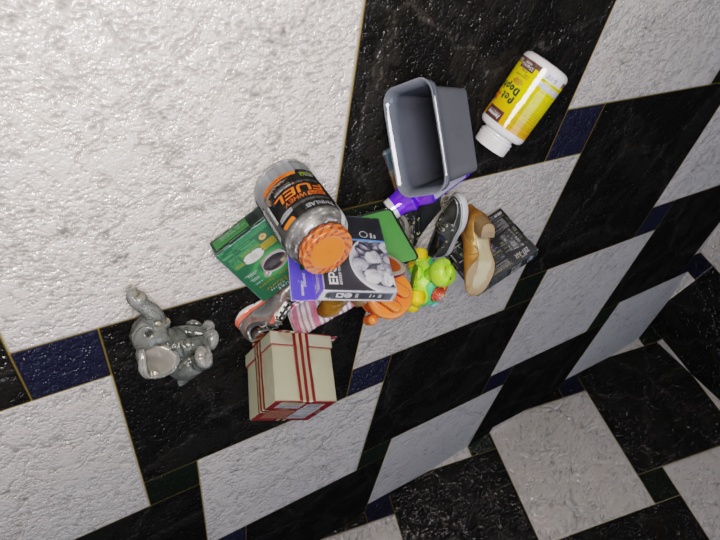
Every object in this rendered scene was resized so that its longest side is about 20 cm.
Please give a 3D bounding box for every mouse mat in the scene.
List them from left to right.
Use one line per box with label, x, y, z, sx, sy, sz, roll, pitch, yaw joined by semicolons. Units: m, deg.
mouse mat;0.028;-0.062;1.181;0.158;0.008;0.200;-12;145;20

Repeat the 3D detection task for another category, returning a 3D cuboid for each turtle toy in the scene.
turtle toy;0.172;0.023;1.312;0.099;0.148;0.200;7;163;-3

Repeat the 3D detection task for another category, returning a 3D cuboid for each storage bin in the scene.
storage bin;0.137;-0.252;1.010;0.133;0.144;0.204;-18;102;-40

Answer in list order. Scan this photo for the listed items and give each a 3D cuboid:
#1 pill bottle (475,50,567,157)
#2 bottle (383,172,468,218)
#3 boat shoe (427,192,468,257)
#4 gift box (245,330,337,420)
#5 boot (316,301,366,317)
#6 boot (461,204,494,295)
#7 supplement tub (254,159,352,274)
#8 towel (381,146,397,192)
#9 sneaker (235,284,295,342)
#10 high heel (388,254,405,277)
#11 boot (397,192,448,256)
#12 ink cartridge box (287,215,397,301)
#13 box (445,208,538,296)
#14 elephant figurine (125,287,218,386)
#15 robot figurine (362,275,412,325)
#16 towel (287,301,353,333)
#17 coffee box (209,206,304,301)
pill bottle;0.333;-0.346;1.121;0.108;0.110;0.201;8;125;-45
bottle;0.140;-0.185;1.124;0.199;0.084;0.065;-36;152;2
boat shoe;0.216;-0.105;1.328;0.056;0.069;0.202;-17;142;-25
gift box;-0.155;0.236;1.250;0.182;0.189;0.200;12;144;-36
boot;-0.074;0.024;1.157;0.071;0.145;0.200;-49;-164;-33
boot;0.287;-0.055;1.347;0.069;0.144;0.204;2;113;-10
supplement tub;-0.101;-0.096;0.945;0.121;0.201;0.124;-23;143;-19
towel;0.144;-0.257;1.136;0.198;0.022;0.147;-33;144;-4
sneaker;-0.183;0.090;1.184;0.199;0.082;0.077;-39;145;2
high heel;0.000;0.000;1.213;0.196;0.068;0.097;10;149;-7
boot;0.138;-0.111;1.249;0.153;0.073;0.204;-41;158;-13
ink cartridge box;-0.043;-0.028;1.029;0.196;0.200;0.044;1;139;-15
box;0.343;-0.052;1.414;0.198;0.161;0.044;-33;153;-7
elephant figurine;-0.394;0.137;1.040;0.198;0.158;0.140;20;160;-39
robot figurine;0.060;0.058;1.294;0.115;0.147;0.200;-5;179;-11
towel;-0.084;0.082;1.308;0.198;0.030;0.147;-28;145;-14
coffee box;-0.201;-0.026;1.072;0.122;0.044;0.200;-37;144;0
